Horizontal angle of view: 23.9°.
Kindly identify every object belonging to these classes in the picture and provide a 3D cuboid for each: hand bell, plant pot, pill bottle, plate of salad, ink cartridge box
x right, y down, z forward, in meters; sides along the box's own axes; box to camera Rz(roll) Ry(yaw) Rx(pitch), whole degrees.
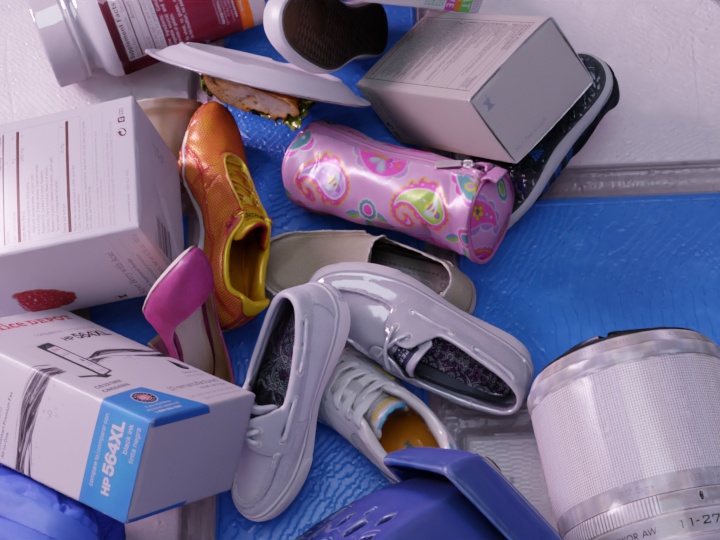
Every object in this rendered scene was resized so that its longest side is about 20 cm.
[{"bbox_3d":[-0.169,-0.037,1.460,0.103,0.104,0.203,-9,78,0],"label":"hand bell"},{"bbox_3d":[0.057,0.242,1.225,0.200,0.200,0.180,46,76,-7],"label":"plant pot"},{"bbox_3d":[-0.193,-0.243,1.521,0.198,0.114,0.115,-21,67,-5],"label":"pill bottle"},{"bbox_3d":[-0.089,-0.156,1.450,0.198,0.200,0.049,14,100,10],"label":"plate of salad"},{"bbox_3d":[-0.204,0.104,1.281,0.198,0.146,0.085,21,104,24],"label":"ink cartridge box"}]

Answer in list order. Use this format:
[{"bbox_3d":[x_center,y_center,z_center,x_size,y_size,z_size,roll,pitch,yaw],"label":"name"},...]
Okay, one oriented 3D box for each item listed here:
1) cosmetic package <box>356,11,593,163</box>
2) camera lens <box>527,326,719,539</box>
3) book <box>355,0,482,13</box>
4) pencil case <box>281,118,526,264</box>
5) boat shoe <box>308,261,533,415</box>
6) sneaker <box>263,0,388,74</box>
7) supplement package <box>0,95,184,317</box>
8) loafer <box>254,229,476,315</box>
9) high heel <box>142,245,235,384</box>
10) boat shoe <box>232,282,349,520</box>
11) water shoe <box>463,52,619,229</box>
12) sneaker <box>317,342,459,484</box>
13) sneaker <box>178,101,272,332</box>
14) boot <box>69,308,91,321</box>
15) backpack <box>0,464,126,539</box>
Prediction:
[{"bbox_3d":[0.092,-0.157,1.424,0.104,0.200,0.073,-45,116,-12],"label":"cosmetic package"},{"bbox_3d":[0.221,0.155,1.300,0.158,0.160,0.202,-11,67,-1],"label":"camera lens"},{"bbox_3d":[0.003,-0.267,1.466,0.133,0.199,0.048,36,114,33],"label":"book"},{"bbox_3d":[0.033,-0.071,1.424,0.198,0.088,0.088,17,68,29],"label":"pencil case"},{"bbox_3d":[0.045,0.060,1.365,0.199,0.069,0.072,30,115,-5],"label":"boat shoe"},{"bbox_3d":[-0.050,-0.205,1.467,0.084,0.200,0.074,3,94,23],"label":"sneaker"},{"bbox_3d":[-0.253,-0.042,1.364,0.197,0.121,0.121,-11,65,10],"label":"supplement package"},{"bbox_3d":[0.000,0.000,1.430,0.197,0.068,0.077,7,68,7],"label":"loafer"},{"bbox_3d":[-0.123,0.057,1.343,0.096,0.201,0.067,40,57,11],"label":"high heel"},{"bbox_3d":[-0.068,0.106,1.336,0.072,0.068,0.202,36,111,34],"label":"boat shoe"},{"bbox_3d":[0.152,-0.095,1.462,0.200,0.079,0.072,-47,66,12],"label":"water shoe"},{"bbox_3d":[0.007,0.107,1.379,0.199,0.081,0.077,38,76,19],"label":"sneaker"},{"bbox_3d":[-0.104,-0.050,1.422,0.077,0.073,0.202,-23,67,39],"label":"sneaker"},{"bbox_3d":[-0.244,0.002,1.445,0.199,0.068,0.131,34,76,19],"label":"boot"},{"bbox_3d":[-0.265,0.216,1.286,0.161,0.200,0.170,13,69,10],"label":"backpack"}]
